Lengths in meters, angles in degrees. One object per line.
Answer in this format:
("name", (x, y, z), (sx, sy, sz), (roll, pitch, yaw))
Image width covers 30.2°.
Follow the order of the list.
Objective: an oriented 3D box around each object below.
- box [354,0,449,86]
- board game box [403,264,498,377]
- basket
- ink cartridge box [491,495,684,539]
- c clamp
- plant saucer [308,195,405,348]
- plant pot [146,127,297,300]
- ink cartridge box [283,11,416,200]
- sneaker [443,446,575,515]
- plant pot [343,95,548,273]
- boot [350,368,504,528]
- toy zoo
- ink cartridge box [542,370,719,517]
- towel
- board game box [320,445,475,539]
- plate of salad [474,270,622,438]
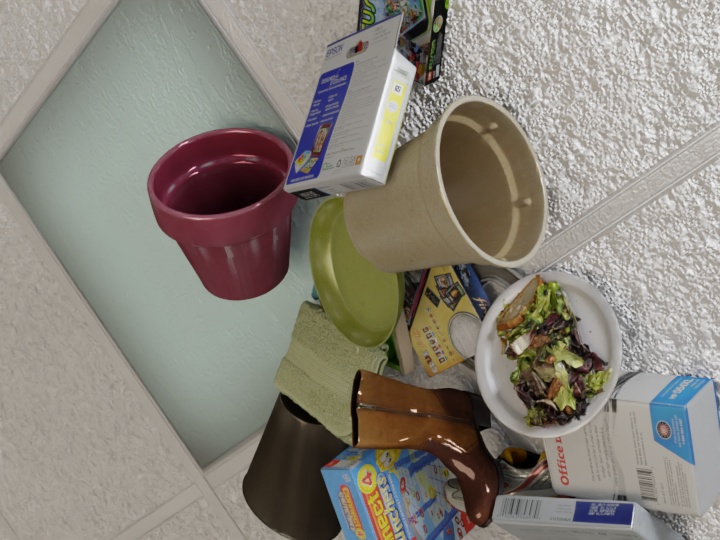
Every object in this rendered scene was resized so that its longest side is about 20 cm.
("box", (0.053, -0.330, 1.576), (0.110, 0.035, 0.201), (25, 127, 29))
("board game box", (0.092, 0.025, 1.716), (0.135, 0.035, 0.201), (-31, 85, 48))
("basket", (-0.080, 0.267, 1.948), (0.180, 0.136, 0.201), (40, 130, 33))
("ink cartridge box", (0.298, 0.335, 1.672), (0.199, 0.041, 0.200), (-4, 149, 37))
("c clamp", (0.186, 0.069, 1.684), (0.171, 0.027, 0.201), (38, 132, 18))
("plant saucer", (0.000, 0.000, 1.715), (0.200, 0.031, 0.201), (28, 126, 49))
("plant pot", (-0.173, -0.067, 1.817), (0.199, 0.200, 0.180), (21, 141, 31))
("ink cartridge box", (-0.008, -0.190, 1.590), (0.047, 0.201, 0.197), (24, 167, -25))
("sneaker", (0.195, 0.272, 1.762), (0.199, 0.078, 0.083), (-16, 96, 36))
("plant pot", (0.088, -0.080, 1.560), (0.183, 0.200, 0.201), (-19, 100, 42))
("boot", (0.083, 0.226, 1.688), (0.068, 0.199, 0.189), (-33, 52, 51))
("toy zoo", (-0.004, 0.054, 1.811), (0.200, 0.020, 0.132), (20, 129, 52))
("ink cartridge box", (0.324, 0.200, 1.597), (0.199, 0.084, 0.147), (4, 114, 40))
("towel", (-0.042, 0.134, 1.814), (0.200, 0.036, 0.149), (32, 106, 48))
("board game box", (0.055, 0.309, 1.806), (0.056, 0.196, 0.201), (-7, 109, 42))
("plate of salad", (0.216, 0.098, 1.583), (0.199, 0.048, 0.201), (-9, 74, 35))
